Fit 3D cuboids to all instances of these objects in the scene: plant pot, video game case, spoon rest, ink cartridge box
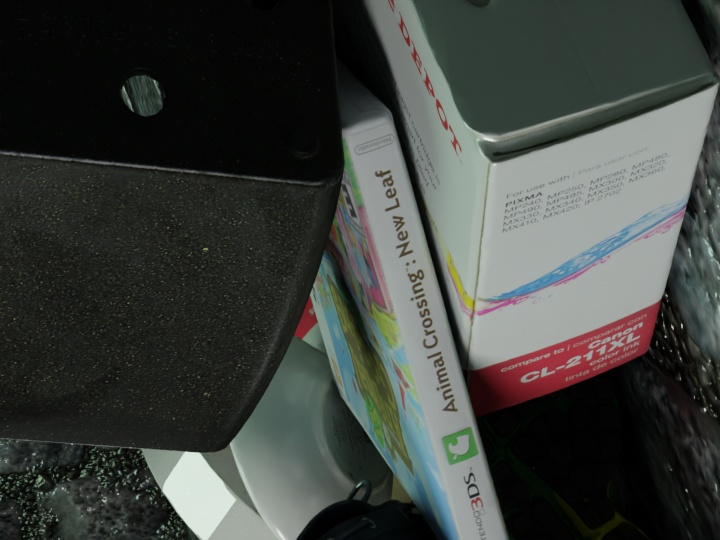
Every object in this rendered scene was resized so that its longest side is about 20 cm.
[{"bbox_3d":[-0.107,-0.064,0.814,0.177,0.200,0.200,139,131,-57],"label":"plant pot"},{"bbox_3d":[0.000,0.000,0.906,0.200,0.022,0.182,-129,21,-66],"label":"video game case"},{"bbox_3d":[-0.035,0.034,1.056,0.099,0.061,0.200,5,-111,-56],"label":"spoon rest"},{"bbox_3d":[0.049,-0.060,0.828,0.200,0.083,0.146,92,158,-64],"label":"ink cartridge box"}]

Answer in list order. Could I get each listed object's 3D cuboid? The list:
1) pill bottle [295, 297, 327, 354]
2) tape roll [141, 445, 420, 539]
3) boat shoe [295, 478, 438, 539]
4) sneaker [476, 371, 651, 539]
[{"bbox_3d":[-0.014,0.000,1.193,0.200,0.111,0.111,-120,15,-48],"label":"pill bottle"},{"bbox_3d":[-0.020,0.094,1.211,0.037,0.203,0.203,-53,44,28],"label":"tape roll"},{"bbox_3d":[0.002,0.119,0.924,0.062,0.075,0.200,31,-177,3],"label":"boat shoe"},{"bbox_3d":[0.072,0.092,0.993,0.085,0.078,0.200,158,93,-81],"label":"sneaker"}]
